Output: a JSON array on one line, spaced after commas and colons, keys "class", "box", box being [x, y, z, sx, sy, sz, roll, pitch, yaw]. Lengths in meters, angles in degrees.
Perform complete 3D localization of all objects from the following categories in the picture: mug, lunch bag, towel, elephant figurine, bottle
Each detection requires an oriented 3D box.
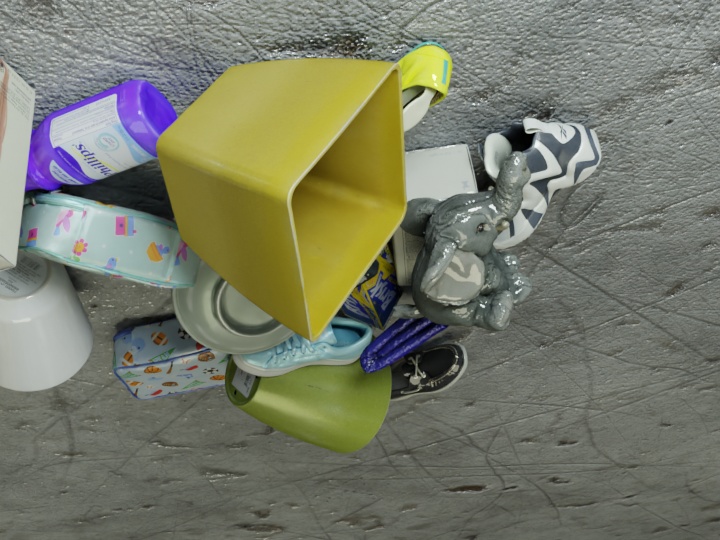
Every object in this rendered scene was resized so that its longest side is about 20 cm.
[{"class": "mug", "box": [-0.436, 0.051, 1.240, 0.185, 0.150, 0.154, -7, 144, -13]}, {"class": "lunch bag", "box": [-0.289, -0.037, 1.123, 0.199, 0.078, 0.160, 16, 179, -30]}, {"class": "towel", "box": [0.088, 0.065, 1.326, 0.148, 0.050, 0.200, -43, 176, 27]}, {"class": "lunch bag", "box": [-0.269, 0.132, 1.484, 0.198, 0.076, 0.160, -9, 153, 3]}, {"class": "elephant figurine", "box": [0.107, -0.031, 1.088, 0.141, 0.155, 0.200, 26, 157, 35]}, {"class": "bottle", "box": [-0.287, -0.129, 1.017, 0.199, 0.066, 0.084, -17, 148, 18]}]

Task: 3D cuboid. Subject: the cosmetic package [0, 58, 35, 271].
[{"class": "cosmetic package", "box": [-0.374, -0.097, 0.917, 0.103, 0.201, 0.087, -14, 150, 15]}]

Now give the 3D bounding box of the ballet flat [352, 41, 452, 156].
[{"class": "ballet flat", "box": [0.020, -0.158, 1.027, 0.067, 0.067, 0.200, 17, 144, -37]}]

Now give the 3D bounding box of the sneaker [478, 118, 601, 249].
[{"class": "sneaker", "box": [0.165, -0.105, 1.140, 0.129, 0.080, 0.199, 15, 144, -31]}]

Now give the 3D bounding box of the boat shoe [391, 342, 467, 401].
[{"class": "boat shoe", "box": [0.087, 0.165, 1.620, 0.060, 0.074, 0.199, 14, 153, -41]}]

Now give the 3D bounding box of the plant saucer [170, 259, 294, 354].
[{"class": "plant saucer", "box": [-0.134, 0.026, 1.238, 0.199, 0.050, 0.201, -10, 119, -18]}]

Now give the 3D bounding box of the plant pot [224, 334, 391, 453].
[{"class": "plant pot", "box": [-0.089, 0.162, 1.442, 0.199, 0.188, 0.187, 15, 145, -40]}]

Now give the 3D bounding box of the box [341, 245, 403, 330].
[{"class": "box", "box": [0.000, 0.000, 1.285, 0.064, 0.070, 0.200, 21, 159, 23]}]

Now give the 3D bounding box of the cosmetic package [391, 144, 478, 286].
[{"class": "cosmetic package", "box": [0.086, -0.062, 1.207, 0.103, 0.074, 0.200, -7, 151, 0]}]

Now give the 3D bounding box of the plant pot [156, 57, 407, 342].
[{"class": "plant pot", "box": [-0.080, -0.088, 0.962, 0.175, 0.200, 0.201, 20, 142, 22]}]

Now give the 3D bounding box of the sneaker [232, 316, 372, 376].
[{"class": "sneaker", "box": [-0.074, 0.090, 1.346, 0.199, 0.074, 0.082, -7, 153, -30]}]

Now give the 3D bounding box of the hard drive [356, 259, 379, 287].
[{"class": "hard drive", "box": [-0.092, -0.037, 1.147, 0.139, 0.033, 0.200, -31, 115, 24]}]
